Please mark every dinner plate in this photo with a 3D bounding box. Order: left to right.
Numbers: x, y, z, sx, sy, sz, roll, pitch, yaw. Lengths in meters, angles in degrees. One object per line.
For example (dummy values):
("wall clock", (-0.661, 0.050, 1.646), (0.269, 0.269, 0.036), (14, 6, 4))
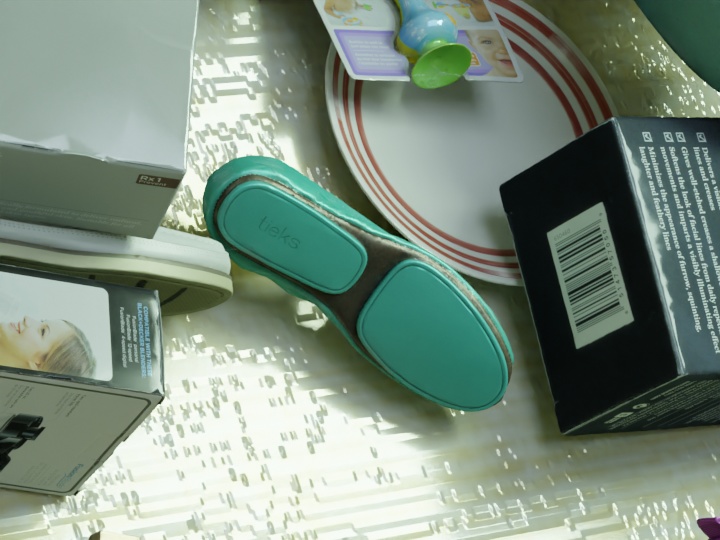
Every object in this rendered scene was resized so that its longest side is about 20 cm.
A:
("dinner plate", (0.065, -0.078, 1.693), (0.200, 0.024, 0.200), (14, 59, -24))

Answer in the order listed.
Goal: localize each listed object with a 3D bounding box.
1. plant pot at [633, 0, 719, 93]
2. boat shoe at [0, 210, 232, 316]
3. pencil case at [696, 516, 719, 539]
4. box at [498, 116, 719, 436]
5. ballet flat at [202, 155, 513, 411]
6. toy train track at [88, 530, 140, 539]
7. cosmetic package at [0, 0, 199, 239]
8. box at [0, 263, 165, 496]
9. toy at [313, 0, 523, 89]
("plant pot", (0.246, -0.172, 1.632), (0.200, 0.201, 0.161), (11, 34, -26))
("boat shoe", (-0.156, -0.021, 1.494), (0.200, 0.075, 0.069), (8, 66, -27))
("pencil case", (0.275, 0.175, 1.639), (0.200, 0.085, 0.093), (-1, 81, -32))
("box", (0.197, 0.002, 1.656), (0.200, 0.107, 0.149), (-1, 71, -37))
("ballet flat", (0.000, 0.000, 1.579), (0.200, 0.067, 0.070), (35, 13, -21))
("toy train track", (-0.122, 0.224, 1.409), (0.115, 0.033, 0.200), (14, 63, -33))
("cosmetic package", (-0.135, -0.124, 1.465), (0.107, 0.090, 0.200), (10, 66, -12))
("box", (-0.205, 0.045, 1.403), (0.200, 0.117, 0.060), (10, 57, -25))
("toy", (0.017, -0.192, 1.688), (0.115, 0.047, 0.200), (-1, 55, -31))
